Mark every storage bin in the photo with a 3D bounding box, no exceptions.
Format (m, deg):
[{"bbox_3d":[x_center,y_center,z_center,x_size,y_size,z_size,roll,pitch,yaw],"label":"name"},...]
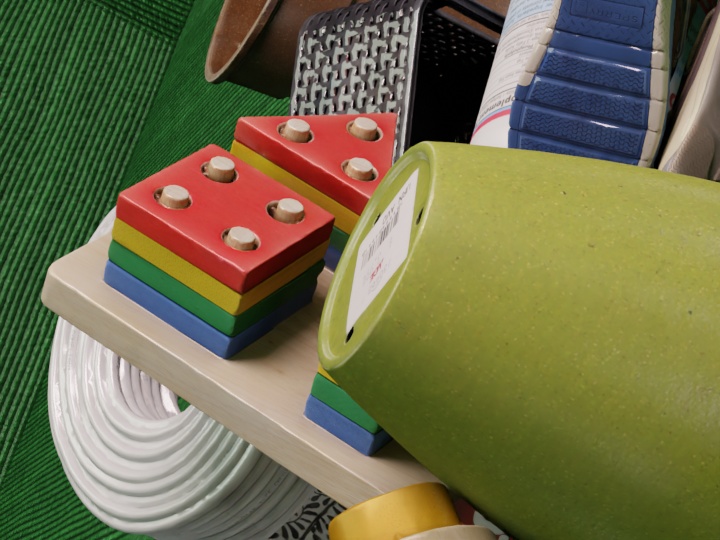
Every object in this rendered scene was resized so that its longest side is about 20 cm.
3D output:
[{"bbox_3d":[0.034,-0.040,1.117,0.094,0.135,0.200,-6,72,43],"label":"storage bin"}]

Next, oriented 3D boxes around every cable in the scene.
[{"bbox_3d":[-0.081,0.044,1.052,0.200,0.069,0.200,-35,55,32],"label":"cable"}]

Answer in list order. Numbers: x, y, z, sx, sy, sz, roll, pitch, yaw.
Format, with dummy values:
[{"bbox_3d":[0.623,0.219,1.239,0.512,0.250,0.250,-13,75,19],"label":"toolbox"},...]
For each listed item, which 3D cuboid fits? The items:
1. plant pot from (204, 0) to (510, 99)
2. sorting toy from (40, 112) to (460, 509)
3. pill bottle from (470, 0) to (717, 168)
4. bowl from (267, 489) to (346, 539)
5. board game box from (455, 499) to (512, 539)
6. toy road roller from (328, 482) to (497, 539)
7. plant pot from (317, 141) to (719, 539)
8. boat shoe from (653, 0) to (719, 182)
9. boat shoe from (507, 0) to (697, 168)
[{"bbox_3d":[0.027,-0.173,1.350,0.200,0.198,0.200,-57,16,27],"label":"plant pot"},{"bbox_3d":[0.000,0.000,0.911,0.199,0.200,0.070,-33,-32,-50],"label":"sorting toy"},{"bbox_3d":[0.116,-0.079,1.057,0.109,0.109,0.200,-42,28,58],"label":"pill bottle"},{"bbox_3d":[0.004,0.183,1.014,0.201,0.094,0.201,-29,46,35],"label":"bowl"},{"bbox_3d":[0.065,0.165,0.889,0.019,0.103,0.200,44,-117,-58],"label":"board game box"},{"bbox_3d":[-0.004,0.182,0.786,0.200,0.146,0.123,86,165,-63],"label":"toy road roller"},{"bbox_3d":[0.092,0.034,0.774,0.187,0.200,0.187,-59,16,27],"label":"plant pot"},{"bbox_3d":[0.182,-0.104,0.932,0.200,0.074,0.073,-62,15,9],"label":"boat shoe"},{"bbox_3d":[0.123,-0.108,0.940,0.072,0.072,0.200,-31,-43,-58],"label":"boat shoe"}]
